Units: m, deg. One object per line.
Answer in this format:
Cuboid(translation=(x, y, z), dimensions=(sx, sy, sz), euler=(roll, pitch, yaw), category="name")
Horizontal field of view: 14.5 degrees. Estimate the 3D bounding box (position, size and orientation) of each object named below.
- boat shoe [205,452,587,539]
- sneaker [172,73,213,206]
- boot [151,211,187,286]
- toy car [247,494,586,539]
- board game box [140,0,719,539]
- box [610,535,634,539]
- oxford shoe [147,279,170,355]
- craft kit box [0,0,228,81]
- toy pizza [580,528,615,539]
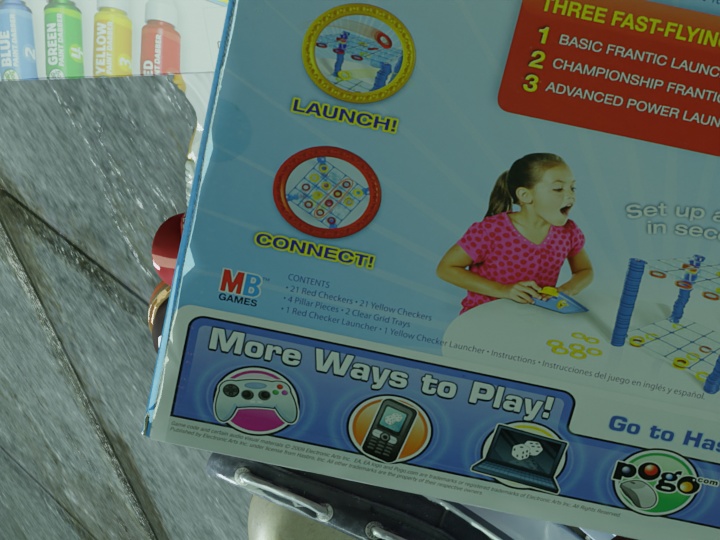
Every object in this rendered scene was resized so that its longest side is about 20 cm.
Cuboid(translation=(0.030, 0.112, 1.161), dimensions=(0.200, 0.068, 0.072), euler=(30, 175, 3), category="boat shoe")
Cuboid(translation=(-0.018, -0.055, 1.045), dimensions=(0.088, 0.076, 0.200), euler=(9, 146, 14), category="sneaker")
Cuboid(translation=(0.000, 0.000, 0.934), dimensions=(0.200, 0.144, 0.072), euler=(-89, -11, -75), category="boot")
Cuboid(translation=(0.034, 0.088, 1.301), dimensions=(0.200, 0.158, 0.164), euler=(-59, -51, -79), category="toy car")
Cuboid(translation=(0.059, -0.028, 0.724), dimensions=(0.056, 0.200, 0.196), euler=(-82, 5, -56), category="board game box")
Cuboid(translation=(0.153, 0.165, 0.928), dimensions=(0.166, 0.200, 0.164), euler=(62, 163, -15), category="box")
Cuboid(translation=(0.005, 0.032, 1.029), dimensions=(0.200, 0.073, 0.071), euler=(0, 132, 26), category="oxford shoe")
Cuboid(translation=(-0.099, -0.160, 0.917), dimensions=(0.200, 0.049, 0.198), euler=(-1, 109, 24), category="craft kit box")
Cuboid(translation=(0.139, 0.126, 1.113), dimensions=(0.200, 0.032, 0.200), euler=(40, 179, 1), category="toy pizza")
